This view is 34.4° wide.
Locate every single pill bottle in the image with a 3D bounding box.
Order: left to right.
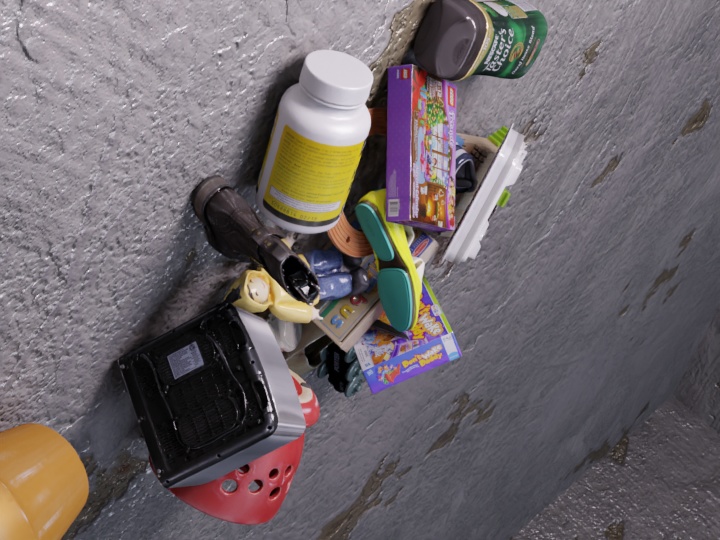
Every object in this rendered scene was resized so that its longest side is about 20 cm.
[{"bbox_3d":[-0.051,-0.152,1.368,0.111,0.111,0.201,-23,144,-42],"label":"pill bottle"}]

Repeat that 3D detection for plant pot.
[{"bbox_3d":[-0.411,0.268,1.305,0.183,0.199,0.201,-40,158,-55],"label":"plant pot"},{"bbox_3d":[-0.169,0.219,1.597,0.200,0.200,0.183,2,117,-59],"label":"plant pot"}]

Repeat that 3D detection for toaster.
[{"bbox_3d":[-0.178,0.150,1.445,0.199,0.182,0.119,-28,163,13],"label":"toaster"}]

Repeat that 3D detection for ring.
[{"bbox_3d":[0.009,-0.117,1.546,0.200,0.019,0.202,-24,120,-48],"label":"ring"}]

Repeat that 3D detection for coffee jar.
[{"bbox_3d":[0.157,-0.303,1.523,0.199,0.085,0.105,-14,137,-50],"label":"coffee jar"}]

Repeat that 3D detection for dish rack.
[{"bbox_3d":[0.180,-0.101,1.637,0.201,0.043,0.172,-64,176,21],"label":"dish rack"}]

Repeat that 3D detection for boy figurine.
[{"bbox_3d":[-0.090,0.010,1.540,0.199,0.125,0.064,-9,172,-34],"label":"boy figurine"}]

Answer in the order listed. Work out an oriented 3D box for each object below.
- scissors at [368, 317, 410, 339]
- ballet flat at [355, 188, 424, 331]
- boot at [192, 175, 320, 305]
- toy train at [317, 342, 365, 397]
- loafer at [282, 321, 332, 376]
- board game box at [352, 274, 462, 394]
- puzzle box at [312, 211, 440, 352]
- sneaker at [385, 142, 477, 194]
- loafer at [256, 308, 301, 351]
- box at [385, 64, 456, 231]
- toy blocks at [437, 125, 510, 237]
[{"bbox_3d":[-0.009,0.067,1.637,0.073,0.200,0.014,-48,140,0],"label":"scissors"},{"bbox_3d":[0.051,-0.017,1.548,0.067,0.067,0.201,-35,117,-37],"label":"ballet flat"},{"bbox_3d":[-0.112,-0.016,1.383,0.069,0.174,0.200,-46,154,-5],"label":"boot"},{"bbox_3d":[-0.011,0.116,1.839,0.114,0.085,0.201,-46,156,-28],"label":"toy train"},{"bbox_3d":[-0.099,0.129,1.724,0.200,0.068,0.076,-53,154,7],"label":"loafer"},{"bbox_3d":[0.051,0.077,1.650,0.134,0.200,0.045,-23,121,0],"label":"board game box"},{"bbox_3d":[0.000,0.000,1.630,0.200,0.133,0.025,-49,150,-2],"label":"puzzle box"},{"bbox_3d":[0.097,-0.107,1.665,0.070,0.108,0.201,-24,145,-44],"label":"sneaker"},{"bbox_3d":[-0.135,0.085,1.608,0.200,0.062,0.072,-27,111,-75],"label":"loafer"},{"bbox_3d":[0.082,-0.157,1.529,0.137,0.039,0.202,7,83,-61],"label":"box"},{"bbox_3d":[0.143,-0.127,1.754,0.136,0.100,0.201,2,124,-44],"label":"toy blocks"}]
